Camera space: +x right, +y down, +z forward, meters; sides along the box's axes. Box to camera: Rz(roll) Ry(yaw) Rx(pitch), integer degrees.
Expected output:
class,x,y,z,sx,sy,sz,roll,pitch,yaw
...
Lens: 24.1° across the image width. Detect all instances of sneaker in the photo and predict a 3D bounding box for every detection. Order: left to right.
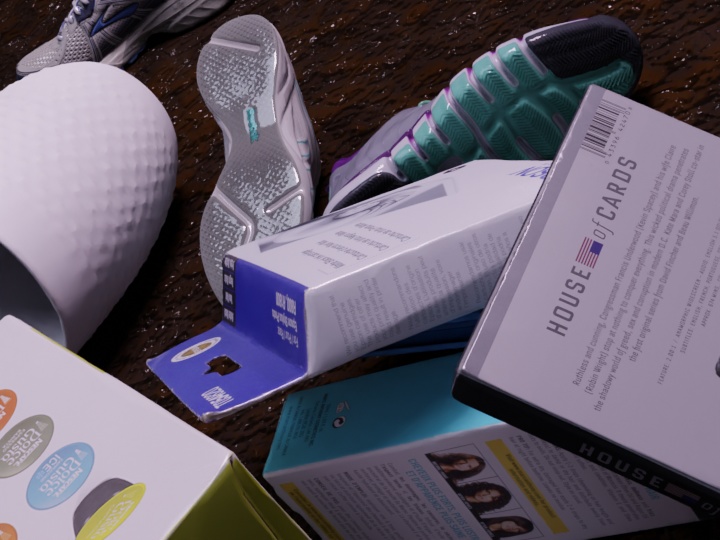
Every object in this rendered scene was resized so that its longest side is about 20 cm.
class,x,y,z,sx,sy,sz,roll,pitch,yaw
sneaker,-0.193,-0.210,1.303,0.199,0.085,0.077,-31,34,13
sneaker,-0.050,-0.052,0.999,0.070,0.080,0.202,-14,59,20
sneaker,0.058,-0.086,0.928,0.199,0.075,0.088,-33,29,10

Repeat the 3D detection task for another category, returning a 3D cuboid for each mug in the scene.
class,x,y,z,sx,sy,sz,roll,pitch,yaw
mug,-0.206,-0.031,1.070,0.176,0.147,0.200,-56,6,-38

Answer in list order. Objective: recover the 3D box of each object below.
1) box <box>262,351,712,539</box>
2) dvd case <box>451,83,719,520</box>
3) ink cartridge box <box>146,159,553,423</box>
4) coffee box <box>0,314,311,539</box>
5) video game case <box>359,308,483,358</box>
class,x,y,z,sx,sy,sz,roll,pitch,yaw
box,0.062,0.076,0.719,0.198,0.082,0.049,-15,39,31
dvd case,0.151,0.025,0.633,0.198,0.025,0.151,24,58,7
ink cartridge box,0.000,0.000,0.759,0.198,0.041,0.199,-22,9,-13
coffee box,-0.106,0.174,0.655,0.200,0.200,0.197,-48,35,-15
video game case,0.073,0.003,0.771,0.142,0.018,0.199,-27,11,-39
